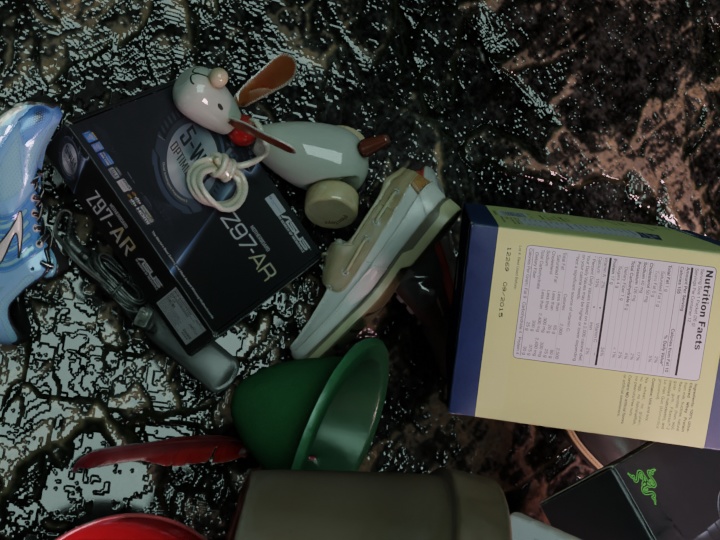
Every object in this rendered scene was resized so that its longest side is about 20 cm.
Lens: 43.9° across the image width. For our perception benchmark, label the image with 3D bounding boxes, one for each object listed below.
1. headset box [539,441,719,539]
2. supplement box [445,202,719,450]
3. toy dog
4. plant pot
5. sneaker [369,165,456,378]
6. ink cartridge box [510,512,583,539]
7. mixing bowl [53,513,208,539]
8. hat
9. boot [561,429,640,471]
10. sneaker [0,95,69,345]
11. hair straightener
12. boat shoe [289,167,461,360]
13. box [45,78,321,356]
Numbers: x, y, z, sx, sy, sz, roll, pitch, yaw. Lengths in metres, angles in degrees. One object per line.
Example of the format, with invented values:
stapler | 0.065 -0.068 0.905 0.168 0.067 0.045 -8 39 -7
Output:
headset box | 0.256 0.210 0.673 0.198 0.093 0.176 -14 69 -36
supplement box | 0.171 0.031 0.692 0.196 0.200 0.137 7 99 4
toy dog | -0.054 -0.118 0.767 0.198 0.096 0.134 7 60 -43
plant pot | -0.011 0.217 0.611 0.171 0.200 0.203 19 73 -6
sneaker | 0.055 0.008 0.844 0.081 0.077 0.203 -11 91 10
ink cartridge box | 0.135 0.281 0.570 0.202 0.160 0.050 -65 149 -13
mixing bowl | -0.193 0.274 0.647 0.198 0.108 0.204 5 81 -37
hat | -0.092 0.107 0.753 0.174 0.200 0.168 20 98 20
boot | 0.244 0.104 0.849 0.077 0.138 0.202 -24 89 -23
sneaker | -0.258 -0.034 0.681 0.089 0.079 0.202 21 106 -6
hair straightener | -0.176 0.024 0.733 0.041 0.077 0.200 -44 97 -13
boat shoe | 0.000 0.000 0.789 0.068 0.075 0.200 42 95 9
box | -0.140 -0.053 0.747 0.201 0.043 0.160 56 39 -3
